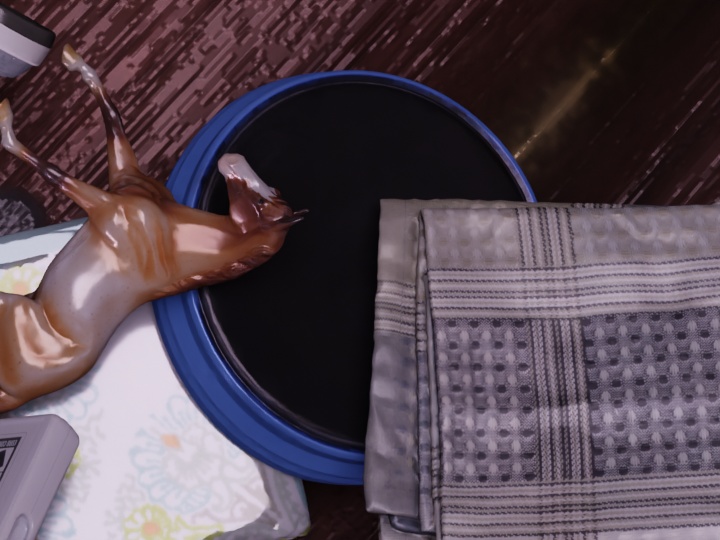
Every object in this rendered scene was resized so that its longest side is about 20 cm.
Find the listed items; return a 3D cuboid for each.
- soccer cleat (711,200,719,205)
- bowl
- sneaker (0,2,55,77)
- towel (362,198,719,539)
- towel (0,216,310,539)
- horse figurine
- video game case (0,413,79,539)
[{"bbox_3d":[0.223,0.052,1.167,0.069,0.078,0.201,-22,83,-10],"label":"soccer cleat"},{"bbox_3d":[0.000,0.000,1.146,0.200,0.039,0.202,5,75,-20],"label":"bowl"},{"bbox_3d":[-0.220,-0.080,1.099,0.083,0.200,0.121,28,84,-35],"label":"sneaker"},{"bbox_3d":[0.100,0.055,1.086,0.199,0.035,0.194,-1,71,2],"label":"towel"},{"bbox_3d":[-0.138,0.063,1.144,0.199,0.048,0.172,-13,84,-8],"label":"towel"},{"bbox_3d":[-0.138,-0.002,1.082,0.200,0.050,0.133,-45,93,0],"label":"horse figurine"},{"bbox_3d":[-0.226,0.146,1.034,0.023,0.199,0.182,49,49,-35],"label":"video game case"}]
